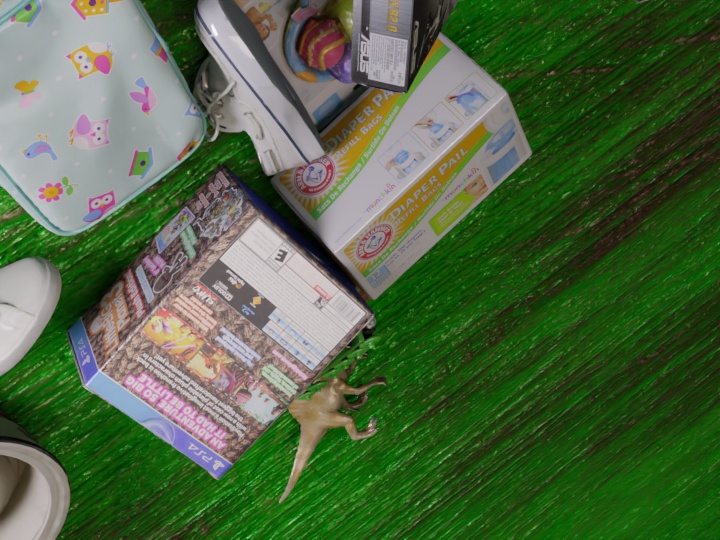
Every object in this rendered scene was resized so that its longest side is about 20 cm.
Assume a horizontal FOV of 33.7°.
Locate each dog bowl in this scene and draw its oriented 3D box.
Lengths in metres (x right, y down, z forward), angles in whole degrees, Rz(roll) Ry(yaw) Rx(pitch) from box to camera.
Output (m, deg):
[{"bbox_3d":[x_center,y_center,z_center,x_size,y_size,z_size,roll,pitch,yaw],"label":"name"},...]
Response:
[{"bbox_3d":[-0.350,0.196,1.000,0.199,0.074,0.202,-24,138,-24],"label":"dog bowl"}]

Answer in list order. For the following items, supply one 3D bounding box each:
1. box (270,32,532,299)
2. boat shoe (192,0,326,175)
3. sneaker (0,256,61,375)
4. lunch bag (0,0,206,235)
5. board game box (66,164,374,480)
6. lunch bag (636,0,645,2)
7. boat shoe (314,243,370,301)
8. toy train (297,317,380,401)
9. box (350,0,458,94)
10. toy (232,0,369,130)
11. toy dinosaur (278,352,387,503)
[{"bbox_3d":[0.037,-0.091,1.044,0.200,0.101,0.113,-43,150,-1],"label":"box"},{"bbox_3d":[-0.100,-0.133,0.930,0.085,0.075,0.202,-27,152,6],"label":"boat shoe"},{"bbox_3d":[-0.319,0.051,0.896,0.199,0.073,0.085,-38,143,-4],"label":"sneaker"},{"bbox_3d":[-0.211,-0.127,0.827,0.160,0.077,0.201,-37,141,-7],"label":"lunch bag"},{"bbox_3d":[-0.119,0.045,1.011,0.200,0.097,0.159,-46,123,3],"label":"board game box"},{"bbox_3d":[0.310,-0.345,1.055,0.163,0.118,0.201,-33,146,-13],"label":"lunch bag"},{"bbox_3d":[0.000,0.000,1.127,0.200,0.076,0.074,-41,144,-2],"label":"boat shoe"},{"bbox_3d":[-0.042,0.085,1.128,0.056,0.042,0.200,-15,164,-29],"label":"toy train"},{"bbox_3d":[0.041,-0.258,0.882,0.159,0.048,0.202,-61,161,-47],"label":"box"},{"bbox_3d":[-0.022,-0.196,0.951,0.115,0.047,0.200,-40,141,-1],"label":"toy"},{"bbox_3d":[-0.034,0.147,1.258,0.100,0.058,0.202,5,114,-26],"label":"toy dinosaur"}]
